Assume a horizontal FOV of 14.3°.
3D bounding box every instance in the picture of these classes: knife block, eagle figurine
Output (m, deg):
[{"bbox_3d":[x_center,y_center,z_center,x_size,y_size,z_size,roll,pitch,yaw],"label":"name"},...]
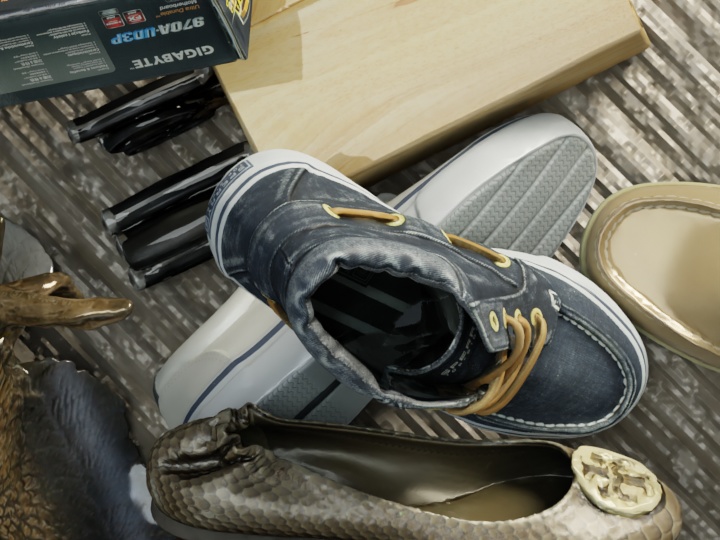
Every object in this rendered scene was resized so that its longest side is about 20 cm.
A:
[{"bbox_3d":[-0.007,-0.055,1.114,0.199,0.064,0.176,20,93,9],"label":"knife block"},{"bbox_3d":[-0.154,0.091,1.121,0.152,0.151,0.200,29,138,44],"label":"eagle figurine"}]

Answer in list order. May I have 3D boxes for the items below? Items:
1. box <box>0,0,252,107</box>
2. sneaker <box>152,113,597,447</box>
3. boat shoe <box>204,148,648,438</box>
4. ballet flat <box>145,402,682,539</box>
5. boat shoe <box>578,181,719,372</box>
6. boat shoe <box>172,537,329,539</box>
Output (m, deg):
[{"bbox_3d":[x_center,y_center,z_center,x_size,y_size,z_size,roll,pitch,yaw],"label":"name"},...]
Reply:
[{"bbox_3d":[-0.138,-0.132,1.093,0.199,0.046,0.159,-11,48,14],"label":"box"},{"bbox_3d":[0.000,0.000,1.110,0.200,0.073,0.071,-39,50,-6],"label":"sneaker"},{"bbox_3d":[0.037,0.028,1.035,0.200,0.091,0.071,24,103,-31],"label":"boat shoe"},{"bbox_3d":[0.021,0.076,1.053,0.199,0.067,0.046,5,115,-3],"label":"ballet flat"},{"bbox_3d":[0.176,0.019,1.081,0.200,0.065,0.072,25,93,9],"label":"boat shoe"},{"bbox_3d":[-0.039,0.189,1.096,0.070,0.070,0.201,-1,108,6],"label":"boat shoe"}]
